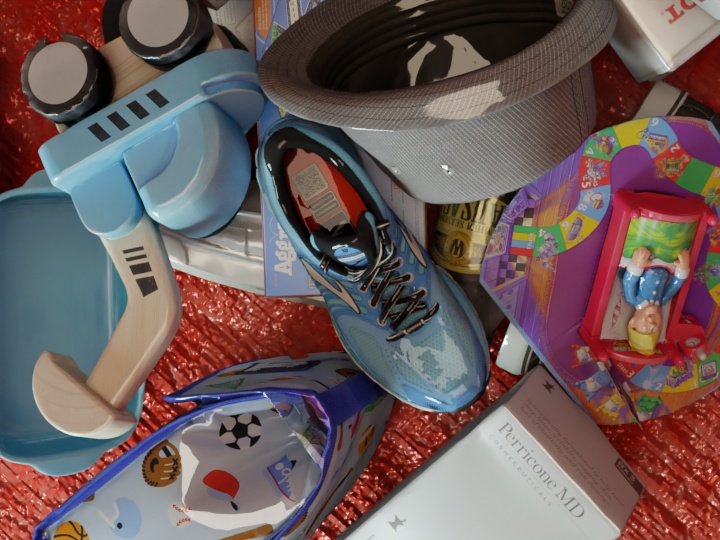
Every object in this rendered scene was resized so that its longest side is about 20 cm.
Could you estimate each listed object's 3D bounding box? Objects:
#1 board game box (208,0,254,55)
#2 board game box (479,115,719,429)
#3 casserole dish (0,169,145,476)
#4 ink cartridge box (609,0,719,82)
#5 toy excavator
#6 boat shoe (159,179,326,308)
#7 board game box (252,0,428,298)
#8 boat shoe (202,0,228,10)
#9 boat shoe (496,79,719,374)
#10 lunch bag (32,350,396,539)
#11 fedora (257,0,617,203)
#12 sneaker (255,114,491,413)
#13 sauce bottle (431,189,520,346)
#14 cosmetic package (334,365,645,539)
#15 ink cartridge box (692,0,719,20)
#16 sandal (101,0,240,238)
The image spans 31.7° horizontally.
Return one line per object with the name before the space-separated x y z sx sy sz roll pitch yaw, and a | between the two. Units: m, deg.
board game box | -0.001 -0.190 0.804 0.198 0.040 0.154 -7 92 14
board game box | 0.170 0.012 0.727 0.158 0.039 0.200 -36 118 8
casserole dish | -0.203 0.033 0.841 0.039 0.120 0.202 7 99 50
ink cartridge box | 0.165 -0.229 0.720 0.145 0.085 0.200 -37 94 3
toy excavator | -0.122 -0.031 0.714 0.193 0.100 0.201 -29 75 6
boat shoe | -0.066 -0.023 0.821 0.198 0.072 0.069 12 83 14
board game box | -0.012 -0.085 0.773 0.102 0.019 0.202 -2 92 4
boat shoe | -0.116 -0.210 0.779 0.057 0.069 0.200 -51 39 0
boat shoe | 0.153 -0.015 0.765 0.063 0.071 0.201 33 99 10
lunch bag | -0.073 0.124 0.781 0.200 0.170 0.124 -38 83 15
fedora | 0.051 -0.098 0.696 0.199 0.177 0.091 3 128 35
sneaker | 0.000 0.000 0.720 0.078 0.090 0.200 -37 89 5
sauce bottle | 0.078 -0.019 0.786 0.065 0.066 0.202 12 96 12
cosmetic package | 0.065 0.162 0.776 0.102 0.074 0.200 47 119 6
ink cartridge box | 0.137 -0.218 0.606 0.199 0.146 0.083 37 93 -1
sandal | -0.127 -0.112 0.804 0.075 0.045 0.201 -39 59 27
